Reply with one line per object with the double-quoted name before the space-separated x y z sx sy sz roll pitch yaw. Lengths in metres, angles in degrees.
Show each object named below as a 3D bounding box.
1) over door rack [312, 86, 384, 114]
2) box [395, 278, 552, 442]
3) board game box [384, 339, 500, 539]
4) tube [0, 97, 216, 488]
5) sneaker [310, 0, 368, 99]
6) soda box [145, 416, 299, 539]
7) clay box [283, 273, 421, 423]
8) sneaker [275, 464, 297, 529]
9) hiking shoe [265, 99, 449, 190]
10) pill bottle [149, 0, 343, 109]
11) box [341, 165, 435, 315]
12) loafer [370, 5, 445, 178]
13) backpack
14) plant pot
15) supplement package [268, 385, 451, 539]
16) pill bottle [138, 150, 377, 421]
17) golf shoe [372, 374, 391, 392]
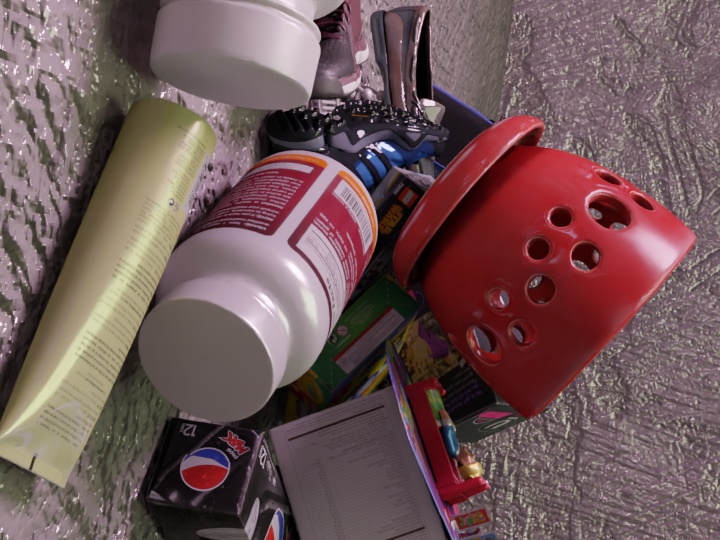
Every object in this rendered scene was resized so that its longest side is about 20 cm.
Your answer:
"over door rack" -0.007 -0.084 0.934 0.148 0.066 0.201 -30 127 -74
"box" 0.098 0.066 0.968 0.122 0.106 0.200 13 54 -52
"board game box" 0.073 0.144 0.761 0.158 0.039 0.200 -97 166 -66
"tube" -0.130 0.006 0.479 0.058 0.052 0.200 30 65 -32
"sneaker" -0.037 -0.205 0.732 0.200 0.075 0.116 -80 169 -65
"soda box" -0.094 0.187 0.692 0.200 0.071 0.063 83 18 -53
"clay box" -0.013 0.094 0.868 0.115 0.048 0.200 -42 166 -23
"sneaker" -0.074 0.250 0.882 0.116 0.075 0.200 -121 -163 -67
"hiking shoe" -0.006 -0.097 0.814 0.200 0.074 0.087 -10 122 -41
"pill bottle" -0.054 -0.199 0.519 0.114 0.114 0.201 38 61 -76
"box" 0.000 0.000 0.838 0.200 0.040 0.137 -52 169 13
"loafer" 0.057 -0.177 0.958 0.072 0.063 0.201 14 64 -73
"backpack" 0.083 -0.108 1.091 0.147 0.183 0.200 -55 166 -11
"plant pot" 0.137 -0.008 0.766 0.200 0.182 0.200 -47 168 -13
"supplement package" 0.015 0.212 0.766 0.110 0.114 0.200 54 17 -73
"pill bottle" -0.064 0.006 0.618 0.200 0.113 0.113 -61 156 -58
"golf shoe" 0.021 0.108 0.996 0.078 0.200 0.094 -45 163 29
